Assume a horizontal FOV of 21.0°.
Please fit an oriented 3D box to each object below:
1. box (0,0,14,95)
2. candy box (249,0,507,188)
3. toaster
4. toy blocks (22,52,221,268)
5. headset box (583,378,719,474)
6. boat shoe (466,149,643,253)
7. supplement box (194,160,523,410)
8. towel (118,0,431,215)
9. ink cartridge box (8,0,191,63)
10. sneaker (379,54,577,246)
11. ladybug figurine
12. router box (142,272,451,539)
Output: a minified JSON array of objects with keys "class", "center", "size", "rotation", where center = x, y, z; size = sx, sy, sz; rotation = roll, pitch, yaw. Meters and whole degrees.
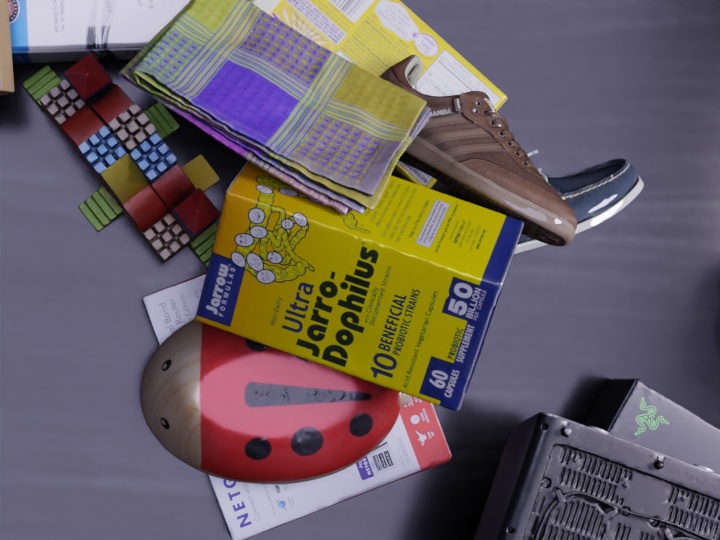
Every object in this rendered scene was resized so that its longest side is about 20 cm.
[{"class":"box","center":[-0.317,-0.217,1.416],"size":[0.021,0.163,0.200],"rotation":[-1,85,-50]},{"class":"candy box","center":[0.007,-0.162,1.508],"size":[0.200,0.026,0.102],"rotation":[42,87,-4]},{"class":"toaster","center":[0.173,0.217,1.372],"size":[0.181,0.119,0.200],"rotation":[19,82,-5]},{"class":"toy blocks","center":[-0.170,-0.082,1.428],"size":[0.100,0.137,0.200],"rotation":[-38,92,-6]},{"class":"headset box","center":[0.231,0.198,1.489],"size":[0.200,0.093,0.174],"rotation":[32,84,-4]},{"class":"boat shoe","center":[0.119,-0.049,1.496],"size":[0.200,0.075,0.062],"rotation":[-21,102,2]},{"class":"supplement box","center":[0.000,0.000,1.376],"size":[0.200,0.110,0.109],"rotation":[19,118,5]},{"class":"towel","center":[-0.053,-0.125,1.371],"size":[0.200,0.023,0.144],"rotation":[31,44,4]},{"class":"ink cartridge box","center":[-0.195,-0.232,1.456],"size":[0.200,0.084,0.146],"rotation":[-2,89,-8]},{"class":"sneaker","center":[0.086,-0.094,1.437],"size":[0.200,0.070,0.076],"rotation":[32,84,21]},{"class":"ladybug figurine","center":[-0.060,0.089,1.418],"size":[0.200,0.072,0.136],"rotation":[-3,88,-7]},{"class":"router box","center":[-0.049,0.083,1.481],"size":[0.179,0.049,0.200],"rotation":[-21,91,-7]}]
